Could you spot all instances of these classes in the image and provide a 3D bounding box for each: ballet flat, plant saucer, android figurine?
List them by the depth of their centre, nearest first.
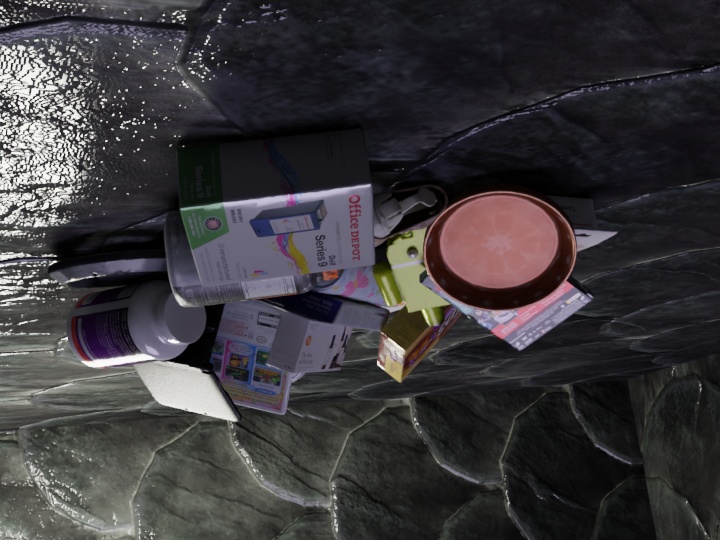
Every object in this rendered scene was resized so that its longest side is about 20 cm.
[{"bbox_3d":[0.035,-0.072,1.241,0.067,0.068,0.200,-28,177,43],"label":"ballet flat"},{"bbox_3d":[0.182,-0.031,1.352,0.199,0.032,0.201,3,129,3],"label":"plant saucer"},{"bbox_3d":[0.109,-0.004,1.456,0.181,0.041,0.200,-11,130,13],"label":"android figurine"}]

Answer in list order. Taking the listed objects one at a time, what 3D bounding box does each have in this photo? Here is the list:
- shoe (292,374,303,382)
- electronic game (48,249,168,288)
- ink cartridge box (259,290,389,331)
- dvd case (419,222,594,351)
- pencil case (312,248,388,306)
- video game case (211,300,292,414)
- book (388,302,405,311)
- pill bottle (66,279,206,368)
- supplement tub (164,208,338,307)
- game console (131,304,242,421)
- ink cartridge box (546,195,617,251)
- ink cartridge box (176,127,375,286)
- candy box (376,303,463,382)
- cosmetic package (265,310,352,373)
[{"bbox_3d":[-0.186,0.145,1.651,0.199,0.072,0.091,-1,172,30],"label":"shoe"},{"bbox_3d":[-0.322,-0.006,1.405,0.199,0.042,0.200,-7,175,-1],"label":"electronic game"},{"bbox_3d":[-0.085,0.039,1.547,0.196,0.043,0.200,19,-179,30],"label":"ink cartridge box"},{"bbox_3d":[0.202,0.023,1.432,0.200,0.022,0.146,33,126,-24],"label":"dvd case"},{"bbox_3d":[0.000,0.000,1.514,0.200,0.083,0.091,12,112,-55],"label":"pencil case"},{"bbox_3d":[-0.198,0.121,1.588,0.199,0.183,0.024,13,-155,3],"label":"video game case"},{"bbox_3d":[0.041,0.037,1.794,0.133,0.048,0.200,2,166,-29],"label":"book"},{"bbox_3d":[-0.313,0.075,1.452,0.199,0.113,0.112,-10,168,37],"label":"pill bottle"},{"bbox_3d":[-0.130,-0.026,1.257,0.199,0.123,0.123,-8,167,-1],"label":"supplement tub"},{"bbox_3d":[-0.258,0.117,1.545,0.199,0.177,0.116,4,166,40],"label":"game console"},{"bbox_3d":[0.253,-0.056,1.458,0.116,0.068,0.200,1,166,-31],"label":"ink cartridge box"},{"bbox_3d":[-0.086,-0.067,1.107,0.199,0.088,0.146,-8,145,-4],"label":"ink cartridge box"},{"bbox_3d":[0.110,0.072,1.643,0.200,0.056,0.117,-43,159,-25],"label":"candy box"},{"bbox_3d":[-0.070,0.107,1.540,0.050,0.083,0.200,16,-178,19],"label":"cosmetic package"}]
